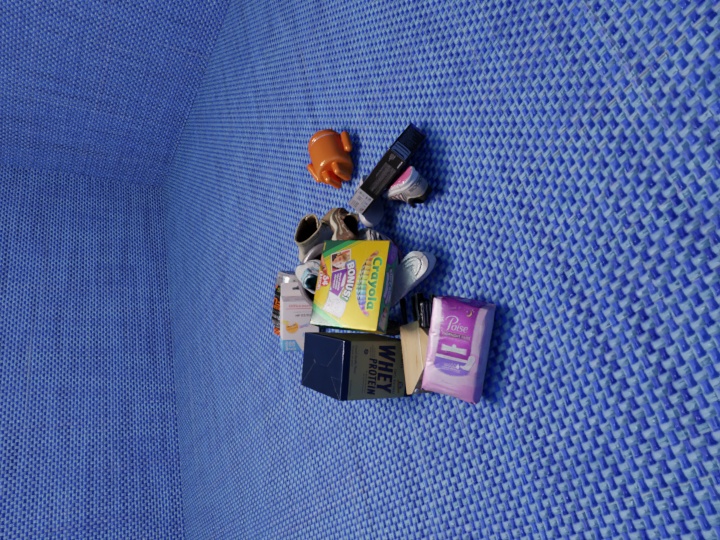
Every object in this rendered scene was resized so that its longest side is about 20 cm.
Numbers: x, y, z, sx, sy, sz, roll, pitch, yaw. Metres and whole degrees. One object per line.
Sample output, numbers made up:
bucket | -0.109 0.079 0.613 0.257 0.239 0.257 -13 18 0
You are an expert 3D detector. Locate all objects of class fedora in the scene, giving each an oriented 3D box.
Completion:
fedora | -0.087 0.011 1.523 0.090 0.176 0.201 -92 19 -76

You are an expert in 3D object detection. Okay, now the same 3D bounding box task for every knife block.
knife block | 0.130 0.155 1.218 0.176 0.064 0.201 49 126 50

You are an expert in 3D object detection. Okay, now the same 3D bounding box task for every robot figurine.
robot figurine | -0.092 -0.336 1.581 0.144 0.116 0.201 107 151 -52

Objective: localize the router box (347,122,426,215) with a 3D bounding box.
router box | 0.064 -0.247 1.304 0.200 0.052 0.158 -48 6 44

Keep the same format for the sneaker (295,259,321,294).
sneaker | -0.120 0.018 1.389 0.199 0.086 0.078 22 103 46

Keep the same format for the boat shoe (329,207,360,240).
boat shoe | -0.030 -0.114 1.365 0.075 0.074 0.203 -46 27 23

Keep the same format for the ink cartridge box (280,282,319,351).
ink cartridge box | -0.186 0.141 1.626 0.068 0.114 0.202 -135 45 -71

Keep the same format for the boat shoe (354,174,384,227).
boat shoe | 0.017 -0.171 1.412 0.065 0.073 0.201 -54 21 37

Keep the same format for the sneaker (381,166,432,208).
sneaker | 0.114 -0.189 1.280 0.074 0.087 0.200 -53 10 -9

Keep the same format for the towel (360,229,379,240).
towel | 0.000 0.000 1.336 0.200 0.034 0.133 -44 49 47

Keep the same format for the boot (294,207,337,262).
boot | -0.115 -0.124 1.515 0.201 0.072 0.155 -55 -15 -18

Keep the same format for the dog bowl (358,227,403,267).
dog bowl | 0.035 -0.007 1.379 0.200 0.073 0.202 -14 73 56

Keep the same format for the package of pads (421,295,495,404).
package of pads | 0.197 0.156 1.069 0.120 0.076 0.202 10 96 24

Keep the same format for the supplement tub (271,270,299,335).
supplement tub | -0.220 0.107 1.716 0.122 0.122 0.202 15 98 57

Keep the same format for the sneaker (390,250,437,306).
sneaker | 0.094 0.028 1.235 0.200 0.080 0.077 -37 77 27

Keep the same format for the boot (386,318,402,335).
boot | -0.005 0.126 1.328 0.199 0.173 0.070 4 75 49

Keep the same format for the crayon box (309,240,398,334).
crayon box | -0.014 0.034 1.201 0.171 0.058 0.202 2 76 30

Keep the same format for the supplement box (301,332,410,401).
supplement box | -0.010 0.227 1.299 0.199 0.199 0.135 1 87 57
